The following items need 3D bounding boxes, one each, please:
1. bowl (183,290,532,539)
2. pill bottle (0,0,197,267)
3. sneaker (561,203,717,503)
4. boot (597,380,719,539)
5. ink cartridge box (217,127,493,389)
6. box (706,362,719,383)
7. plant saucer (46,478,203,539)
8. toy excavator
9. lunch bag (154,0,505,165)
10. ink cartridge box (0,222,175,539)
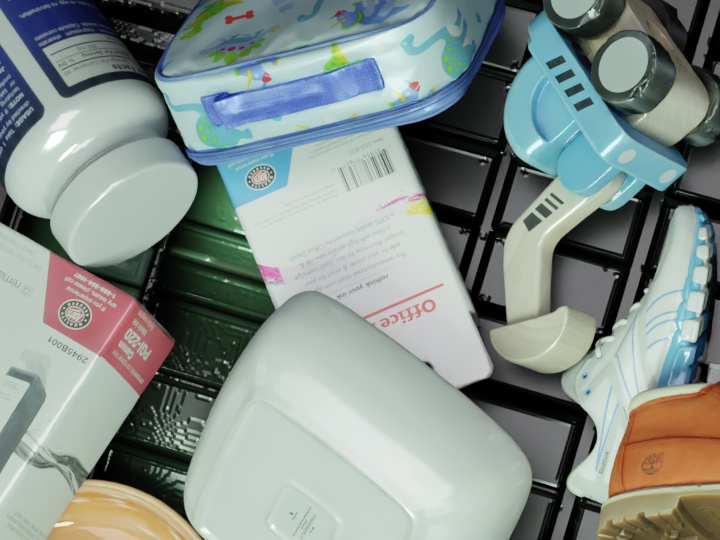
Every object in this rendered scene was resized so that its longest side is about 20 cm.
[{"bbox_3d":[-0.017,0.137,1.621,0.200,0.075,0.200,38,131,13],"label":"bowl"},{"bbox_3d":[-0.193,-0.105,1.700,0.116,0.116,0.200,-36,65,1],"label":"pill bottle"},{"bbox_3d":[0.170,0.053,1.667,0.087,0.075,0.200,10,82,15],"label":"sneaker"},{"bbox_3d":[0.235,0.103,1.553,0.200,0.075,0.107,-8,52,29],"label":"boot"},{"bbox_3d":[0.000,0.000,1.698,0.115,0.068,0.200,-23,78,3],"label":"ink cartridge box"},{"bbox_3d":[0.277,0.165,1.643,0.158,0.048,0.200,7,82,10],"label":"box"},{"bbox_3d":[-0.175,0.233,1.702,0.200,0.037,0.200,-1,80,8],"label":"plant saucer"},{"bbox_3d":[0.136,-0.062,1.675,0.200,0.100,0.194,-43,55,21],"label":"toy excavator"},{"bbox_3d":[-0.019,-0.139,1.659,0.200,0.161,0.082,-13,118,22],"label":"lunch bag"},{"bbox_3d":[-0.236,0.082,1.688,0.146,0.085,0.200,28,79,22],"label":"ink cartridge box"}]
